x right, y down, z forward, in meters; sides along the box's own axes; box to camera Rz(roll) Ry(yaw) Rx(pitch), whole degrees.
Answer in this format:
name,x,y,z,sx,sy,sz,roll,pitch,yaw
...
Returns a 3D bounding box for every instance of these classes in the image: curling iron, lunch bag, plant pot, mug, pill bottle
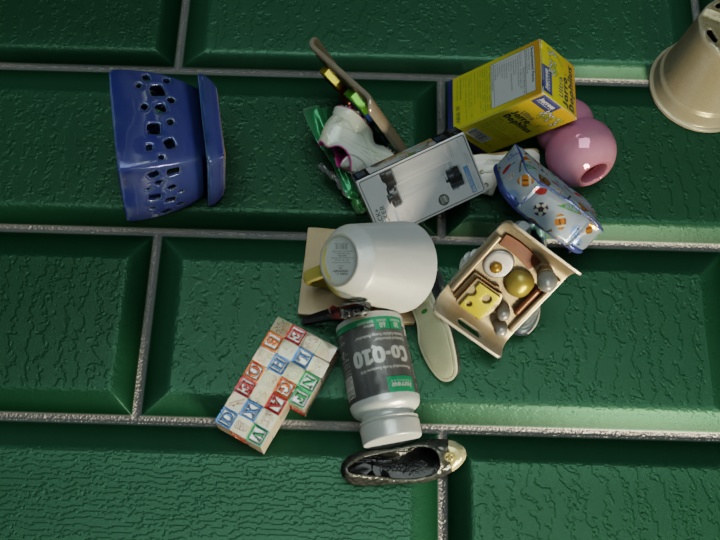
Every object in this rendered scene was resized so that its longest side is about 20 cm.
name,x,y,z,sx,sy,sz,roll,pitch,yaw
curling iron,-0.045,0.068,1.483,0.049,0.200,0.026,-2,84,-30
lunch bag,0.315,-0.119,1.560,0.200,0.160,0.076,37,110,-16
plant pot,-0.326,-0.217,1.592,0.179,0.200,0.201,-6,68,-10
mug,0.007,0.002,1.470,0.187,0.153,0.150,-51,56,26
pill bottle,0.031,0.174,1.478,0.113,0.113,0.201,-11,69,-4
plant pot,0.642,-0.379,1.663,0.200,0.184,0.201,0,69,0

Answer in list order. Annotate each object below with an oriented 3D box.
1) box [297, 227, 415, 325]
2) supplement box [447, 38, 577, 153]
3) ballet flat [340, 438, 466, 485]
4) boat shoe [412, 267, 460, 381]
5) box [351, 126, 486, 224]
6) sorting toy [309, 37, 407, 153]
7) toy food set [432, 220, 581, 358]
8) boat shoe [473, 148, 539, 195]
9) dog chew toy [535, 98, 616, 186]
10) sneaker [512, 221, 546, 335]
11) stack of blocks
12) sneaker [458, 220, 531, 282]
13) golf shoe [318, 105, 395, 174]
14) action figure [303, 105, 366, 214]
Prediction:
name,x,y,z,sx,sy,sz,roll,pitch,yaw
box,0.000,0.008,1.593,0.199,0.021,0.164,4,69,2
supplement box,0.261,-0.296,1.614,0.200,0.109,0.109,-17,61,40
ballet flat,0.068,0.305,1.452,0.199,0.057,0.067,-9,84,-2
boat shoe,0.129,0.082,1.535,0.068,0.072,0.201,-9,78,-47
box,0.098,-0.146,1.569,0.200,0.060,0.117,-24,109,0
sorting toy,-0.006,-0.295,1.613,0.036,0.185,0.200,-40,60,4
toy food set,0.229,0.033,1.463,0.143,0.060,0.200,34,113,-14
boat shoe,0.223,-0.167,1.637,0.199,0.071,0.070,-9,81,-2
dog chew toy,0.367,-0.247,1.649,0.124,0.125,0.200,-20,61,-8
sneaker,0.272,0.009,1.559,0.077,0.086,0.201,7,68,4
stack of blocks,-0.132,0.191,1.499,0.115,0.059,0.200,27,71,10
sneaker,0.202,-0.010,1.528,0.071,0.073,0.200,41,113,15
golf shoe,0.004,-0.192,1.608,0.200,0.075,0.092,44,73,-27
action figure,-0.034,-0.192,1.643,0.118,0.055,0.200,-16,80,-50
